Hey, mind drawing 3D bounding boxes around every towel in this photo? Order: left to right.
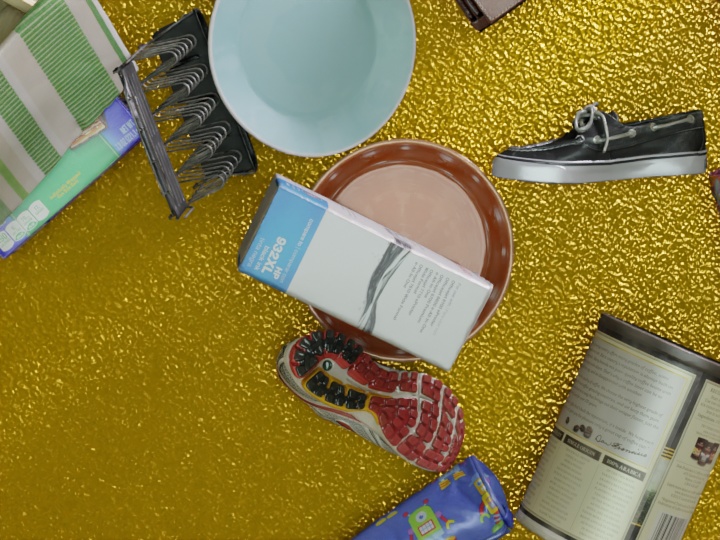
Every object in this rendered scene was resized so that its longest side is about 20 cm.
[{"bbox_3d":[-0.272,-0.136,1.603,0.023,0.153,0.200,31,73,27],"label":"towel"}]

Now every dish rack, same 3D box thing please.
[{"bbox_3d":[-0.149,-0.130,1.664,0.054,0.200,0.154,-19,103,11],"label":"dish rack"}]

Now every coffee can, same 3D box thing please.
[{"bbox_3d":[0.242,0.157,1.744,0.146,0.146,0.201,23,93,-6],"label":"coffee can"}]

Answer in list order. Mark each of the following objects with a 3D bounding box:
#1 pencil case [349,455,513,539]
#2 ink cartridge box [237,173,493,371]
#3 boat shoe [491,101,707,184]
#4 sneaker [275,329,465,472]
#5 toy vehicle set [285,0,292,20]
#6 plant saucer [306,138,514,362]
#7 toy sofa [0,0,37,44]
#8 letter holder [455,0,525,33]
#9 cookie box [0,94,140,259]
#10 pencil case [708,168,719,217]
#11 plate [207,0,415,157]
[{"bbox_3d":[0.047,0.252,1.767,0.200,0.078,0.087,-36,56,2],"label":"pencil case"},{"bbox_3d":[0.000,0.000,1.683,0.200,0.145,0.084,26,93,-6],"label":"ink cartridge box"},{"bbox_3d":[0.214,-0.115,1.756,0.199,0.074,0.068,-3,99,-4],"label":"boat shoe"},{"bbox_3d":[0.011,0.114,1.766,0.200,0.082,0.078,35,71,-20],"label":"sneaker"},{"bbox_3d":[-0.142,-0.309,1.738,0.199,0.027,0.125,16,93,-5],"label":"toy vehicle set"},{"bbox_3d":[0.038,-0.019,1.773,0.199,0.032,0.201,0,95,-3],"label":"plant saucer"},{"bbox_3d":[-0.334,-0.148,1.643,0.083,0.098,0.200,28,92,-30],"label":"toy sofa"},{"bbox_3d":[0.149,-0.327,1.724,0.200,0.101,0.142,-35,94,-1],"label":"letter holder"},{"bbox_3d":[-0.312,-0.141,1.714,0.171,0.075,0.200,-41,96,0],"label":"cookie box"},{"bbox_3d":[0.373,-0.005,1.771,0.087,0.087,0.201,-14,95,-3],"label":"pencil case"},{"bbox_3d":[-0.044,-0.201,1.733,0.199,0.026,0.201,-3,97,-24],"label":"plate"}]
